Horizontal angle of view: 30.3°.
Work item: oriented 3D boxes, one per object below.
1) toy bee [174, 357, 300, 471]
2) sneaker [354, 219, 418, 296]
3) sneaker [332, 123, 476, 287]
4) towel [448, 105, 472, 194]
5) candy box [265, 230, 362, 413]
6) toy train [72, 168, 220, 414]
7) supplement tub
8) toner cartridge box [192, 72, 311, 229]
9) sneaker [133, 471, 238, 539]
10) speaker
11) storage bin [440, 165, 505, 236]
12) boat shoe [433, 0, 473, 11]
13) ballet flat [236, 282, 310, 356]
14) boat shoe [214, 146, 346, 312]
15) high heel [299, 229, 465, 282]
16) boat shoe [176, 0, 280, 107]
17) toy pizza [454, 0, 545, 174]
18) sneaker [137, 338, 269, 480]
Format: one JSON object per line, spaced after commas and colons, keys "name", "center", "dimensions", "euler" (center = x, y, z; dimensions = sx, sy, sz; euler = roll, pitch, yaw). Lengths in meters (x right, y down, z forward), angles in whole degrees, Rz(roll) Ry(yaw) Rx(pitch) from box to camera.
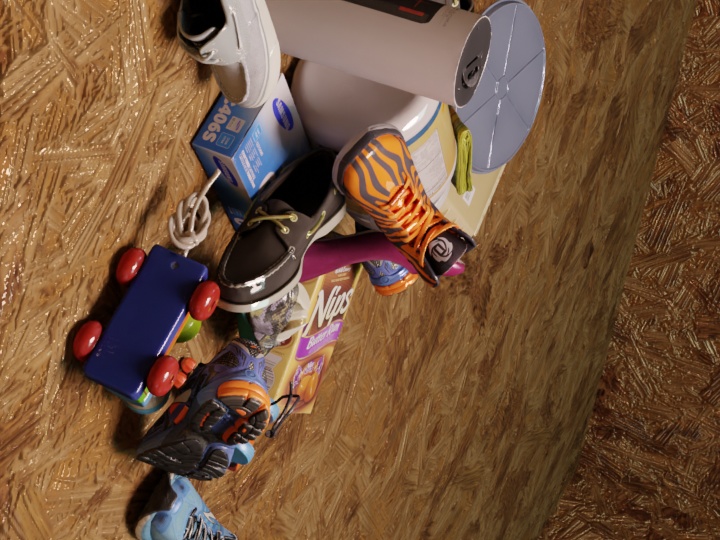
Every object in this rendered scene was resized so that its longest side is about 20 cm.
{"name": "toy bee", "center": [-0.131, 0.125, 1.277], "dimensions": [0.200, 0.109, 0.131], "euler": [-53, -176, 41]}
{"name": "sneaker", "center": [0.029, -0.073, 1.444], "dimensions": [0.078, 0.075, 0.200], "euler": [51, 27, -47]}
{"name": "sneaker", "center": [0.049, -0.054, 1.191], "dimensions": [0.078, 0.112, 0.200], "euler": [-44, 155, 1]}
{"name": "towel", "center": [0.082, -0.176, 1.436], "dimensions": [0.086, 0.018, 0.200], "euler": [89, -16, -44]}
{"name": "candy box", "center": [-0.063, 0.053, 1.424], "dimensions": [0.117, 0.056, 0.200], "euler": [15, 93, -70]}
{"name": "toy train", "center": [-0.155, 0.023, 1.119], "dimensions": [0.116, 0.085, 0.200], "euler": [89, 27, -69]}
{"name": "supplement tub", "center": [0.019, -0.137, 1.315], "dimensions": [0.145, 0.144, 0.200], "euler": [-63, 160, -19]}
{"name": "toner cartridge box", "center": [-0.089, -0.095, 1.221], "dimensions": [0.095, 0.043, 0.200], "euler": [-63, 160, -19]}
{"name": "sneaker", "center": [-0.158, 0.261, 1.322], "dimensions": [0.078, 0.090, 0.200], "euler": [-61, 158, -23]}
{"name": "speaker", "center": [0.009, -0.203, 1.134], "dimensions": [0.081, 0.200, 0.081], "euler": [-54, 156, -38]}
{"name": "storage bin", "center": [0.109, -0.146, 1.631], "dimensions": [0.199, 0.094, 0.200], "euler": [-67, 161, -6]}
{"name": "boat shoe", "center": [0.092, -0.284, 1.444], "dimensions": [0.201, 0.060, 0.072], "euler": [41, 37, -69]}
{"name": "ballet flat", "center": [-0.081, 0.040, 1.250], "dimensions": [0.200, 0.072, 0.072], "euler": [111, 5, -75]}
{"name": "boat shoe", "center": [-0.072, -0.039, 1.164], "dimensions": [0.201, 0.072, 0.061], "euler": [-55, 154, -48]}
{"name": "high heel", "center": [0.000, 0.000, 1.333], "dimensions": [0.067, 0.200, 0.096], "euler": [25, 81, -83]}
{"name": "boat shoe", "center": [-0.114, -0.200, 1.028], "dimensions": [0.072, 0.070, 0.201], "euler": [-43, 146, -31]}
{"name": "toy pizza", "center": [0.148, -0.209, 1.503], "dimensions": [0.200, 0.032, 0.201], "euler": [-29, 127, -46]}
{"name": "sneaker", "center": [-0.133, 0.126, 1.169], "dimensions": [0.200, 0.075, 0.079], "euler": [-38, -146, 45]}
